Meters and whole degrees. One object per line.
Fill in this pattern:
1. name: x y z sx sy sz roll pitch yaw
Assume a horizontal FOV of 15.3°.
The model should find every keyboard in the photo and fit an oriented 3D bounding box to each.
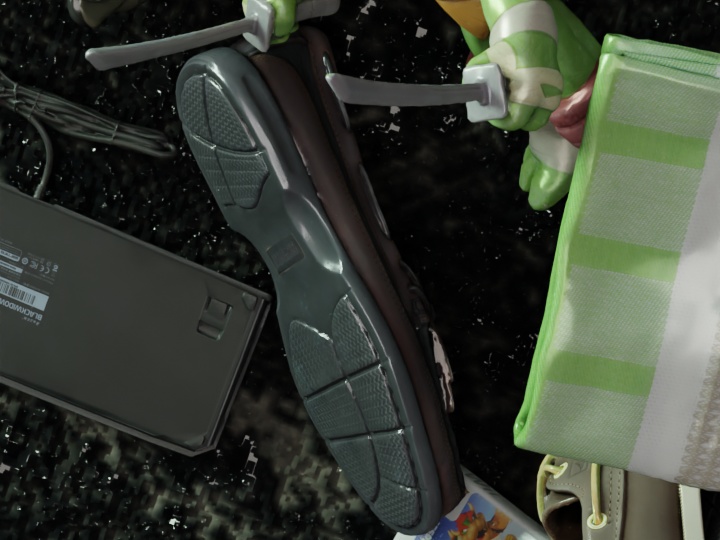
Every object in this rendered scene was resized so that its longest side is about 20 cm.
1. keyboard: -0.129 -0.018 1.055 0.199 0.021 0.127 22 104 2

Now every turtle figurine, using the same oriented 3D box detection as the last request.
1. turtle figurine: 0.023 -0.070 0.942 0.144 0.201 0.194 -15 134 40

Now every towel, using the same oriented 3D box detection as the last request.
1. towel: 0.162 0.011 0.895 0.199 0.031 0.150 10 100 -5

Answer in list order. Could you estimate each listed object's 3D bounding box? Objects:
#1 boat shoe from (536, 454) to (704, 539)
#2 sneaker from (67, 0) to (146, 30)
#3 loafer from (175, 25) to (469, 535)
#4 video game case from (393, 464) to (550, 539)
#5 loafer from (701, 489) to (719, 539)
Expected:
1. boat shoe: 0.095 0.090 0.971 0.059 0.201 0.072 -5 141 1
2. sneaker: -0.056 -0.152 1.006 0.199 0.076 0.115 -3 98 9
3. loafer: 0.000 0.000 1.022 0.063 0.072 0.201 -28 95 -31
4. video game case: 0.066 0.183 1.004 0.200 0.018 0.144 36 101 36
5. loafer: 0.173 0.041 1.009 0.063 0.072 0.201 13 95 -5
